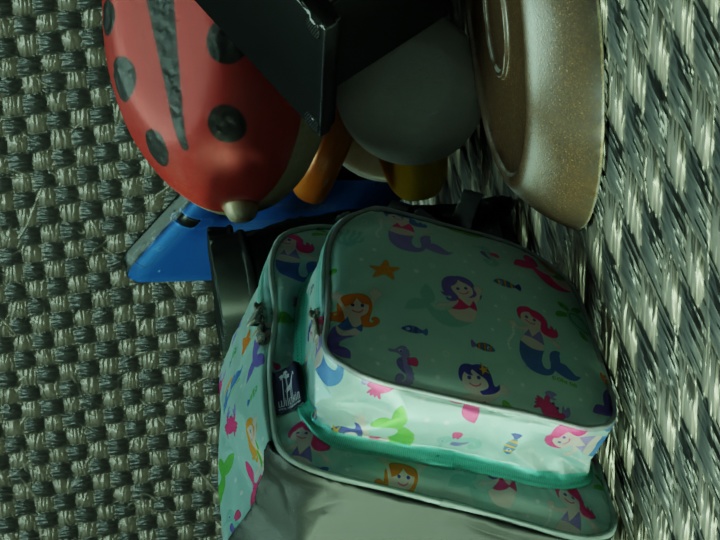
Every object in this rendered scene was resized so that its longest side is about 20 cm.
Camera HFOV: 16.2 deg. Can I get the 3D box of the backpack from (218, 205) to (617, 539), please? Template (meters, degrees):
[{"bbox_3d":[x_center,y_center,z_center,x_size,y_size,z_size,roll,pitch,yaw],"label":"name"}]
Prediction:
[{"bbox_3d":[0.023,0.060,1.177,0.200,0.176,0.151,-101,29,-59],"label":"backpack"}]

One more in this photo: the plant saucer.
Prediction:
[{"bbox_3d":[0.075,-0.117,1.160,0.200,0.032,0.202,173,90,-85],"label":"plant saucer"}]

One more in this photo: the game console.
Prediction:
[{"bbox_3d":[-0.056,-0.089,1.546,0.171,0.199,0.119,-45,65,29],"label":"game console"}]

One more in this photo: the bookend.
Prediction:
[{"bbox_3d":[-0.004,-0.206,1.265,0.200,0.198,0.092,49,159,22],"label":"bookend"}]

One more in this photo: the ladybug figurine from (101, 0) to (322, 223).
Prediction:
[{"bbox_3d":[-0.082,-0.124,1.334,0.072,0.135,0.202,6,-111,-58],"label":"ladybug figurine"}]

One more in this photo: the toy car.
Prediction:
[{"bbox_3d":[-0.016,-0.134,1.414,0.175,0.149,0.202,144,119,-83],"label":"toy car"}]

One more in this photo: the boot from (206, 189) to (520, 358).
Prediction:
[{"bbox_3d":[0.000,-0.001,1.360,0.198,0.161,0.074,146,116,-84],"label":"boot"}]
